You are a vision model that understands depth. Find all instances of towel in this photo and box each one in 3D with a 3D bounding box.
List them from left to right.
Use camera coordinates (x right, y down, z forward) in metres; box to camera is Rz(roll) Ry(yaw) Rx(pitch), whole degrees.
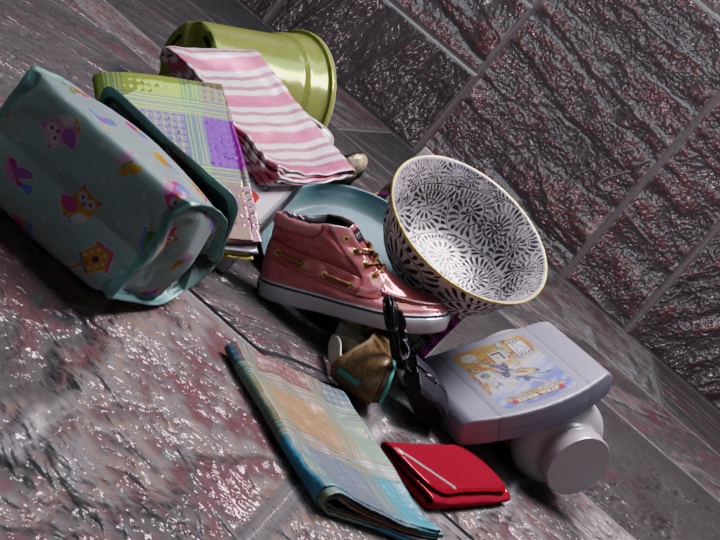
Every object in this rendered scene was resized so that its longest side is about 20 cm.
[{"bbox_3d":[-0.174,-0.099,1.157,0.143,0.023,0.200,3,57,-30],"label":"towel"},{"bbox_3d":[-0.104,-0.167,1.302,0.200,0.030,0.146,52,31,18],"label":"towel"},{"bbox_3d":[-0.024,0.140,1.014,0.147,0.022,0.200,30,15,-41],"label":"towel"}]

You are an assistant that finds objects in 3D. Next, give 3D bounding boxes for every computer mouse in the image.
[{"bbox_3d":[0.056,0.090,1.206,0.200,0.034,0.059,67,18,-51],"label":"computer mouse"}]

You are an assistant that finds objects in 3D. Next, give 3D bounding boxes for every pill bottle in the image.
[{"bbox_3d":[0.200,0.161,1.410,0.112,0.113,0.200,32,14,-34],"label":"pill bottle"}]

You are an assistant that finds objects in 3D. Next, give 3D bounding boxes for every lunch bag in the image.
[{"bbox_3d":[-0.195,-0.062,0.993,0.170,0.122,0.200,41,5,8],"label":"lunch bag"}]

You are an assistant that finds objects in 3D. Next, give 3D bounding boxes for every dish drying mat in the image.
[{"bbox_3d":[0.084,0.191,1.168,0.077,0.018,0.200,44,12,25],"label":"dish drying mat"}]

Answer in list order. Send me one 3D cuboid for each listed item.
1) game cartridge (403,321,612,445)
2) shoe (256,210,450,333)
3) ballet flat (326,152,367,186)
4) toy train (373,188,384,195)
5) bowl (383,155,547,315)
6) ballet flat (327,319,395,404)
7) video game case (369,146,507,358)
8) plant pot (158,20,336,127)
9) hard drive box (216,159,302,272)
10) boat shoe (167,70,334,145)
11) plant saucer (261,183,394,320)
[{"bbox_3d":[0.164,0.121,1.333,0.200,0.042,0.133,-15,32,-26],"label":"game cartridge"},{"bbox_3d":[0.000,0.000,1.246,0.199,0.091,0.071,13,14,-1],"label":"shoe"},{"bbox_3d":[-0.038,-0.094,1.498,0.066,0.200,0.057,-10,77,-25],"label":"ballet flat"},{"bbox_3d":[0.065,-0.016,1.530,0.085,0.114,0.200,-15,72,-32],"label":"toy train"},{"bbox_3d":[0.095,-0.019,1.342,0.200,0.094,0.201,22,43,-22],"label":"bowl"},{"bbox_3d":[0.004,0.081,1.249,0.072,0.068,0.200,25,16,2],"label":"ballet flat"},{"bbox_3d":[0.068,-0.017,1.442,0.181,0.200,0.036,46,-1,25],"label":"video game case"},{"bbox_3d":[-0.167,-0.251,1.672,0.184,0.201,0.200,11,29,-45],"label":"plant pot"},{"bbox_3d":[-0.145,-0.108,1.284,0.156,0.077,0.200,39,31,-3],"label":"hard drive box"},{"bbox_3d":[-0.122,-0.178,1.399,0.200,0.072,0.066,25,38,7],"label":"boat shoe"},{"bbox_3d":[-0.017,-0.016,1.380,0.199,0.027,0.201,11,48,-12],"label":"plant saucer"}]
